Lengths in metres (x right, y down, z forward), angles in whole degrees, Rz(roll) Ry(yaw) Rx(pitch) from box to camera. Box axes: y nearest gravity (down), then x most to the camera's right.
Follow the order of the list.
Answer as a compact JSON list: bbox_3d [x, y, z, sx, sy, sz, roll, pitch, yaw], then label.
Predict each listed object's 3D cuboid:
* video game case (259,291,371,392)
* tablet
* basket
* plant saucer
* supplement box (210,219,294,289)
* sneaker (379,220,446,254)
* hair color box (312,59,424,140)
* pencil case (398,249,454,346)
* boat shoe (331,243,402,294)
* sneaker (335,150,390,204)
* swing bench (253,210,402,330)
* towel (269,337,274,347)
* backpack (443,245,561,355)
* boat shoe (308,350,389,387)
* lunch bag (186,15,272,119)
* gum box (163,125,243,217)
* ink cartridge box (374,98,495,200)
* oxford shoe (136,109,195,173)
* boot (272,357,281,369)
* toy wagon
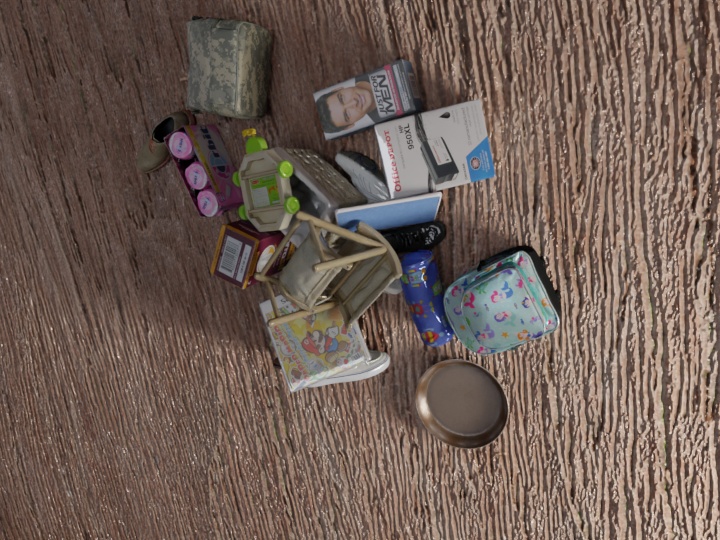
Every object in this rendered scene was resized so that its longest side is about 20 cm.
[{"bbox_3d":[-0.097,0.127,1.285,0.181,0.023,0.201,-23,78,4],"label":"video game case"},{"bbox_3d":[0.051,-0.106,1.169,0.199,0.130,0.014,-9,73,-2],"label":"tablet"},{"bbox_3d":[-0.103,-0.147,1.250,0.200,0.123,0.136,44,127,23],"label":"basket"},{"bbox_3d":[0.215,0.278,1.297,0.199,0.032,0.202,6,105,22],"label":"plant saucer"},{"bbox_3d":[-0.218,-0.048,1.308,0.085,0.200,0.111,26,111,14],"label":"supplement box"},{"bbox_3d":[0.068,-0.053,1.239,0.199,0.104,0.060,-11,98,25],"label":"sneaker"},{"bbox_3d":[0.014,-0.334,1.218,0.199,0.061,0.100,-13,97,26],"label":"hair color box"},{"bbox_3d":[0.134,0.053,1.227,0.078,0.087,0.201,5,125,46],"label":"pencil case"},{"bbox_3d":[0.000,0.000,1.305,0.199,0.072,0.069,28,133,7],"label":"boat shoe"},{"bbox_3d":[0.020,-0.167,1.252,0.200,0.074,0.087,43,119,9],"label":"sneaker"},{"bbox_3d":[-0.063,0.008,1.159,0.199,0.199,0.130,-48,50,39],"label":"swing bench"},{"bbox_3d":[-0.105,0.098,1.340,0.143,0.023,0.201,22,102,3],"label":"towel"},{"bbox_3d":[0.261,0.066,1.169,0.199,0.150,0.178,-24,94,31],"label":"backpack"},{"bbox_3d":[-0.038,0.185,1.319,0.201,0.075,0.087,-9,113,-5],"label":"boat shoe"},{"bbox_3d":[-0.287,-0.422,1.281,0.167,0.139,0.201,11,106,20],"label":"lunch bag"},{"bbox_3d":[-0.337,-0.217,1.366,0.066,0.113,0.201,-23,93,26],"label":"gum box"},{"bbox_3d":[0.135,-0.222,1.148,0.199,0.084,0.146,-13,97,5],"label":"ink cartridge box"},{"bbox_3d":[-0.470,-0.299,1.423,0.200,0.075,0.071,-42,86,26],"label":"oxford shoe"},{"bbox_3d":[-0.135,0.114,1.387,0.185,0.064,0.201,-13,101,12],"label":"boot"},{"bbox_3d":[-0.189,-0.178,1.206,0.155,0.039,0.201,-2,101,42],"label":"toy wagon"}]
